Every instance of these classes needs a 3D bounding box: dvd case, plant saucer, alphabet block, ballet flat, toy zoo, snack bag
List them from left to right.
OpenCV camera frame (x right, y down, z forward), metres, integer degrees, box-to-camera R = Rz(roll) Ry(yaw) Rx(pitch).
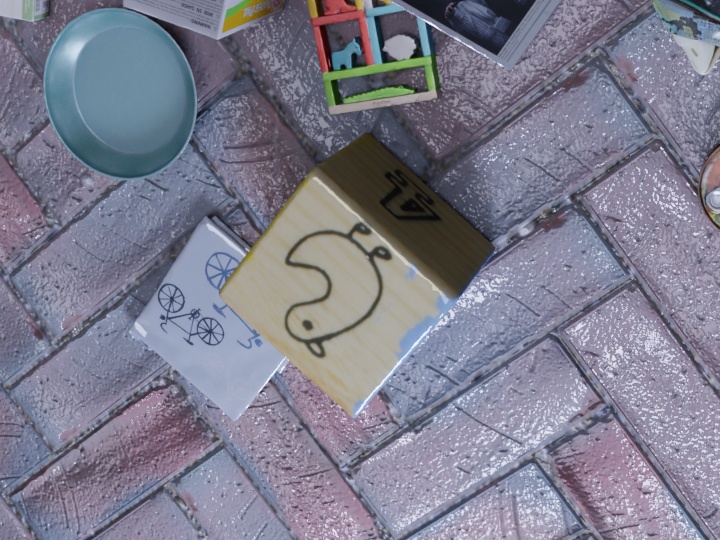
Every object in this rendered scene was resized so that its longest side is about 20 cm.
[{"bbox_3d":[-0.275,-0.207,1.587,0.198,0.036,0.202,5,108,17],"label":"plant saucer"},{"bbox_3d":[-0.164,0.064,1.645,0.188,0.021,0.200,39,114,4],"label":"snack bag"},{"bbox_3d":[0.000,0.000,1.474,0.200,0.196,0.196,41,113,2],"label":"alphabet block"},{"bbox_3d":[0.009,-0.278,1.477,0.130,0.020,0.202,-6,104,20],"label":"toy zoo"},{"bbox_3d":[0.115,-0.311,1.380,0.199,0.025,0.151,25,117,-23],"label":"dvd case"},{"bbox_3d":[0.370,-0.215,1.347,0.199,0.074,0.075,25,113,11],"label":"ballet flat"}]

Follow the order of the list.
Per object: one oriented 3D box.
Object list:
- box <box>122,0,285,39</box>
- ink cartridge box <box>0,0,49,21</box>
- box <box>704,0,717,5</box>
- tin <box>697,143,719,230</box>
[{"bbox_3d":[-0.149,-0.321,1.418,0.112,0.200,0.102,20,113,9],"label":"box"},{"bbox_3d":[-0.457,-0.381,1.587,0.198,0.048,0.147,12,111,12],"label":"ink cartridge box"},{"bbox_3d":[0.410,-0.339,1.308,0.199,0.049,0.083,-26,98,23],"label":"box"},{"bbox_3d":[0.443,-0.101,1.380,0.199,0.042,0.113,-19,96,23],"label":"tin"}]
